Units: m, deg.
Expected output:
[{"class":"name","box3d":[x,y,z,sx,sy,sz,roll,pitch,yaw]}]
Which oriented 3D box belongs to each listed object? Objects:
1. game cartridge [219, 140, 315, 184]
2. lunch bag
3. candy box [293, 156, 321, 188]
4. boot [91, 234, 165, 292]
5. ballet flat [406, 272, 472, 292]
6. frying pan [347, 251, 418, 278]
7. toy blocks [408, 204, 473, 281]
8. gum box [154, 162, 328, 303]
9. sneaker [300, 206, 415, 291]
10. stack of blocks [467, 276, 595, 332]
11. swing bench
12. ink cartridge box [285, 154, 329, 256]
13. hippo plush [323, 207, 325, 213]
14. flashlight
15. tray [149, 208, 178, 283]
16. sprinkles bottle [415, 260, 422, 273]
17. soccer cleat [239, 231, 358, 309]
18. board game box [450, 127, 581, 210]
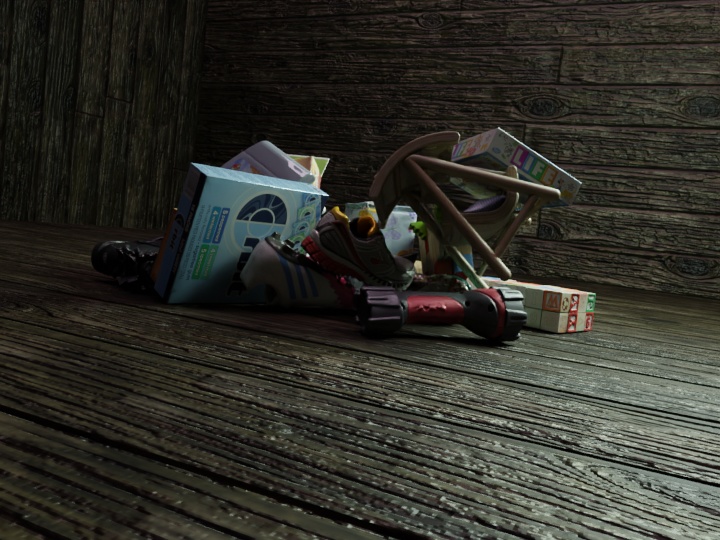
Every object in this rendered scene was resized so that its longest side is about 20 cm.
[{"class":"game cartridge","box3d":[-0.180,-0.107,0.962,0.133,0.200,0.042,39,-15,27]},{"class":"lunch bag","box3d":[0.026,-0.042,1.178,0.126,0.172,0.200,4,4,-17]},{"class":"candy box","box3d":[-0.165,-0.109,1.013,0.197,0.117,0.055,-7,-32,12]},{"class":"boot","box3d":[-0.282,-0.011,0.949,0.161,0.074,0.197,10,8,40]},{"class":"ballet flat","box3d":[0.095,0.042,0.948,0.063,0.076,0.200,-28,11,-18]},{"class":"frying pan","box3d":[0.004,-0.001,1.012,0.188,0.031,0.115,-15,1,-10]},{"class":"toy blocks","box3d":[0.136,-0.015,1.024,0.099,0.139,0.200,-4,-11,-5]},{"class":"gum box","box3d":[-0.152,-0.041,0.839,0.199,0.171,0.044,2,26,-46]},{"class":"sneaker","box3d":[0.015,-0.026,0.882,0.199,0.083,0.078,20,19,-46]},{"class":"stack of blocks","box3d":[0.254,0.050,1.017,0.114,0.059,0.199,3,5,-45]},{"class":"swing bench","box3d":[0.124,-0.080,0.833,0.199,0.131,0.199,33,-3,7]},{"class":"ink cartridge box","box3d":[-0.137,-0.098,1.080,0.146,0.202,0.076,8,-31,20]},{"class":"hippo plush","box3d":[-0.106,-0.065,1.385,0.157,0.163,0.200,6,4,5]},{"class":"flashlight","box3d":[0.095,0.051,0.749,0.198,0.069,0.068,1,-20,-20]},{"class":"tray","box3d":[-0.182,-0.020,0.887,0.199,0.100,0.037,9,21,-48]},{"class":"sprinkles bottle","box3d":[0.086,0.009,1.316,0.198,0.069,0.068,8,4,34]},{"class":"soccer cleat","box3d":[-0.081,0.020,0.873,0.199,0.087,0.070,33,11,-45]},{"class":"board game box","box3d":[0.190,-0.131,0.875,0.133,0.035,0.200,29,-4,-14]}]
